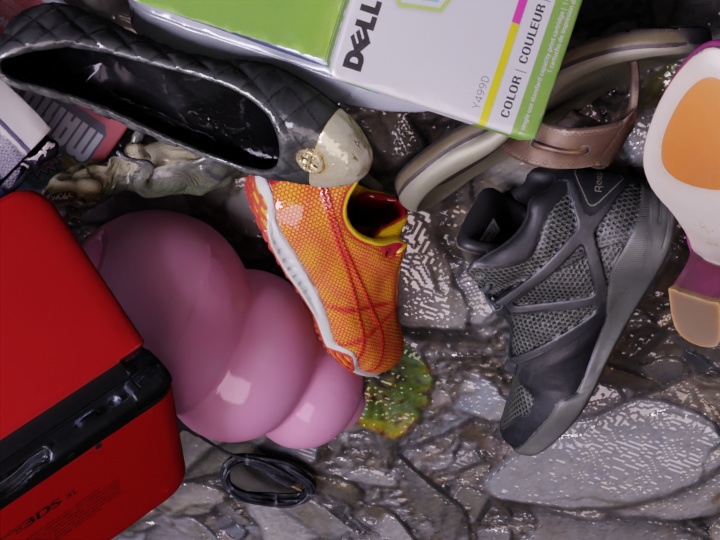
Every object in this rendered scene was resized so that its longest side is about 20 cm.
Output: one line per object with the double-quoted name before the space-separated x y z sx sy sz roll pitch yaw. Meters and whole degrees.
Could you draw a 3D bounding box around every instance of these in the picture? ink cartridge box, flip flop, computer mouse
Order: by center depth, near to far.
"ink cartridge box" 0.005 -0.161 0.719 0.199 0.076 0.148 16 100 -7
"flip flop" 0.103 -0.072 0.811 0.200 0.081 0.058 -31 79 32
"computer mouse" -0.108 0.104 1.042 0.059 0.034 0.200 -42 121 15

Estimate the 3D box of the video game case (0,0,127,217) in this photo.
"video game case" -0.223 -0.067 0.840 0.143 0.017 0.200 35 92 -22

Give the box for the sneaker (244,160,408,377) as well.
"sneaker" 0.000 0.000 0.886 0.077 0.073 0.200 -23 146 3

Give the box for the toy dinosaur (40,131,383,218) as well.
"toy dinosaur" -0.079 -0.075 0.853 0.199 0.048 0.088 -4 126 -17

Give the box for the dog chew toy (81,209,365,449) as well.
"dog chew toy" -0.083 0.046 0.930 0.200 0.125 0.125 28 130 -26

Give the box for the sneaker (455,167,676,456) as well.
"sneaker" 0.098 0.019 0.905 0.114 0.076 0.200 16 128 -4

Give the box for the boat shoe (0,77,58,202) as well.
"boat shoe" -0.250 -0.099 0.772 0.093 0.075 0.200 -48 112 -10

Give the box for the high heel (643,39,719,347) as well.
"high heel" 0.200 -0.055 0.807 0.067 0.096 0.201 18 141 33

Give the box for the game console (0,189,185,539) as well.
"game console" -0.208 0.089 0.804 0.119 0.200 0.173 43 154 28

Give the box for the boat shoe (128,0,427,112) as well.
"boat shoe" -0.023 -0.132 0.793 0.199 0.072 0.062 12 127 0

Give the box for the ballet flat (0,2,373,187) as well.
"ballet flat" -0.090 -0.080 0.780 0.199 0.057 0.067 19 132 5
